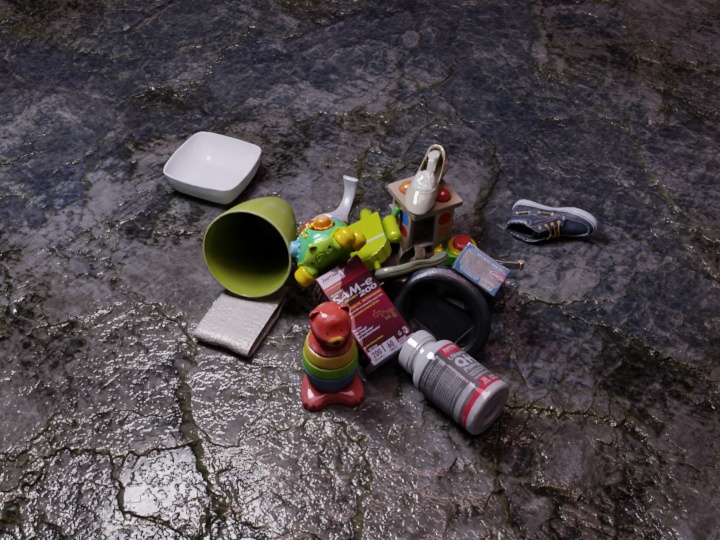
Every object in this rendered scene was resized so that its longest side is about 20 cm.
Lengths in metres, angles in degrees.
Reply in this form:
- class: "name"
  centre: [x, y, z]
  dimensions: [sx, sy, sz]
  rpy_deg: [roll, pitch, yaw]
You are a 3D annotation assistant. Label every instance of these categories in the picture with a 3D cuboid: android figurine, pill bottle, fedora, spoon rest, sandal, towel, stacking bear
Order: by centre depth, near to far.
- class: "stacking bear"
  centre: [-0.054, 0.143, 1.508]
  dimensions: [0.119, 0.202, 0.115]
  rpy_deg: [-6, 43, -8]
- class: "pill bottle"
  centre: [0.166, 0.199, 1.525]
  dimensions: [0.110, 0.112, 0.199]
  rpy_deg: [-32, 53, -32]
- class: "fedora"
  centre: [0.165, 0.086, 1.638]
  dimensions: [0.197, 0.204, 0.092]
  rpy_deg: [14, 11, 12]
- class: "sandal"
  centre: [0.105, -0.021, 1.659]
  dimensions: [0.199, 0.079, 0.058]
  rpy_deg: [-12, 78, -46]
- class: "towel"
  centre: [-0.239, 0.086, 1.683]
  dimensions: [0.131, 0.035, 0.201]
  rpy_deg: [16, 45, 16]
- class: "android figurine"
  centre: [0.000, -0.052, 1.742]
  dimensions: [0.180, 0.041, 0.201]
  rpy_deg: [-27, 37, 7]
- class: "spoon rest"
  centre: [-0.058, -0.125, 1.909]
  dimensions: [0.098, 0.061, 0.202]
  rpy_deg: [18, 59, 18]

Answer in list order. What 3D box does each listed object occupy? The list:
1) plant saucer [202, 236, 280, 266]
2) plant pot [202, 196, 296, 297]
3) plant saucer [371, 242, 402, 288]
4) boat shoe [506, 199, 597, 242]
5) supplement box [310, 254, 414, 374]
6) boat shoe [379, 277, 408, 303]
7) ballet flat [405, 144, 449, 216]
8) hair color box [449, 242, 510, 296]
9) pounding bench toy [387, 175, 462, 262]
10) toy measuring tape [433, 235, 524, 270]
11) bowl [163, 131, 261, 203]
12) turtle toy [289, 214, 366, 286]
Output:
- class: "plant saucer"
  centre: [-0.253, -0.056, 1.836]
  dimensions: [0.196, 0.031, 0.202]
  rpy_deg: [1, 44, -1]
- class: "plant pot"
  centre: [-0.204, -0.074, 1.724]
  dimensions: [0.184, 0.190, 0.201]
  rpy_deg: [10, 27, 8]
- class: "plant saucer"
  centre: [0.000, 0.000, 1.743]
  dimensions: [0.197, 0.032, 0.202]
  rpy_deg: [-18, 38, 14]
- class: "boat shoe"
  centre: [0.433, -0.097, 1.888]
  dimensions: [0.197, 0.072, 0.091]
  rpy_deg: [13, 45, 21]
- class: "supplement box"
  centre: [0.004, 0.083, 1.591]
  dimensions: [0.108, 0.061, 0.201]
  rpy_deg: [-31, 77, -24]
- class: "boat shoe"
  centre: [0.132, 0.046, 1.724]
  dimensions: [0.196, 0.075, 0.066]
  rpy_deg: [3, 19, 11]
- class: "ballet flat"
  centre: [0.141, -0.198, 1.747]
  dimensions: [0.068, 0.070, 0.201]
  rpy_deg: [13, 44, 12]
- class: "hair color box"
  centre: [0.238, 0.000, 1.670]
  dimensions: [0.099, 0.200, 0.061]
  rpy_deg: [35, 92, 4]
- class: "pounding bench toy"
  centre: [0.105, -0.112, 1.818]
  dimensions: [0.197, 0.158, 0.125]
  rpy_deg: [-19, 47, -21]
- class: "toy measuring tape"
  centre: [0.259, -0.038, 1.813]
  dimensions: [0.196, 0.074, 0.074]
  rpy_deg: [5, 43, 3]
- class: "bowl"
  centre: [-0.351, -0.237, 1.990]
  dimensions: [0.197, 0.075, 0.201]
  rpy_deg: [16, 44, 14]
- class: "turtle toy"
  centre: [-0.069, -0.049, 1.637]
  dimensions: [0.145, 0.200, 0.101]
  rpy_deg: [-42, 79, 12]
